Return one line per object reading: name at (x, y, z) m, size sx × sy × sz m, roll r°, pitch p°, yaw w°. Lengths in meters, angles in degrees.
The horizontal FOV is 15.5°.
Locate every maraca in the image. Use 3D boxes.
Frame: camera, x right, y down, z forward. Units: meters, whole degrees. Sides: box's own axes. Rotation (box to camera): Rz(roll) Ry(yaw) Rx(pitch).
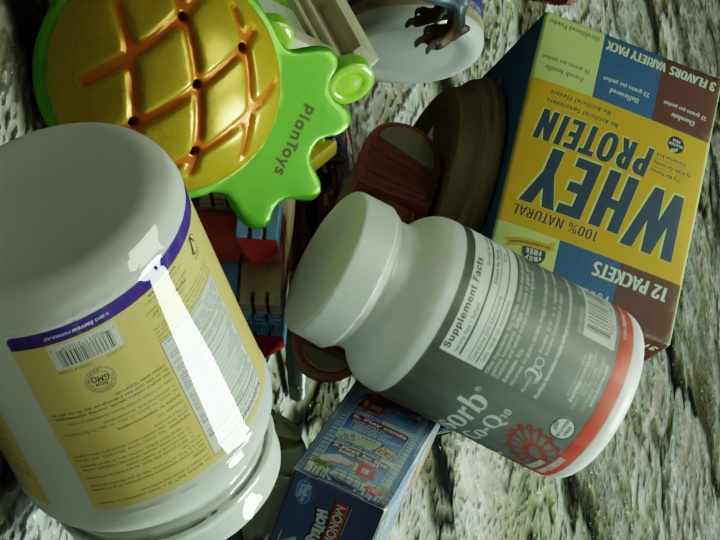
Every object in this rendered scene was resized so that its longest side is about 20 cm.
maraca at (-0.095, -0.103, 1.507) m, size 0.200 × 0.107 × 0.137 m, roll 25°, pitch 91°, yaw -29°

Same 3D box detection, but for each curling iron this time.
curling iron at (-0.040, -0.007, 1.779) m, size 0.026 × 0.050 × 0.200 m, roll -7°, pitch 111°, yaw -35°

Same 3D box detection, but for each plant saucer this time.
plant saucer at (0.044, -0.040, 1.782) m, size 0.200 × 0.029 × 0.200 m, roll -159°, pitch -90°, yaw -77°

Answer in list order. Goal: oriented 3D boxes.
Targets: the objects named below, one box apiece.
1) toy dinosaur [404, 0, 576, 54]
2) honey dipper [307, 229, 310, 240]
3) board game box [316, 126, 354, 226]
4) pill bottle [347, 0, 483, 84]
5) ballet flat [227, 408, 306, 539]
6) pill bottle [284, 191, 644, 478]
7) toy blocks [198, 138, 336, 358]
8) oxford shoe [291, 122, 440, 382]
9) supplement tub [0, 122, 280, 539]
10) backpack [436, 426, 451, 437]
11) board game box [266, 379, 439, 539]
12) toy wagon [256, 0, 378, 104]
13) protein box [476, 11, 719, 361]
toy dinosaur at (0.023, -0.243, 1.744) m, size 0.105 × 0.200 × 0.182 m, roll -78°, pitch 151°, yaw -62°
honey dipper at (-0.048, -0.049, 1.819) m, size 0.038 × 0.038 × 0.200 m, roll -75°, pitch 153°, yaw -51°
board game box at (-0.015, -0.041, 1.881) m, size 0.103 × 0.019 × 0.200 m, roll 71°, pitch 12°, yaw -64°
pill bottle at (0.034, -0.255, 2.028) m, size 0.116 × 0.116 × 0.200 m, roll 45°, pitch 40°, yaw -62°
ballet flat at (-0.068, 0.130, 1.622) m, size 0.200 × 0.073 × 0.073 m, roll -59°, pitch 138°, yaw -63°
pill bottle at (0.062, 0.037, 1.607) m, size 0.200 × 0.116 × 0.116 m, roll 27°, pitch 44°, yaw -17°
toy blocks at (-0.070, -0.028, 1.636) m, size 0.200 × 0.100 × 0.137 m, roll 88°, pitch 6°, yaw -73°
oxford shoe at (0.000, 0.000, 1.706) m, size 0.200 × 0.070 × 0.075 m, roll -66°, pitch -175°, yaw -35°
supplement tub at (-0.129, 0.041, 1.347) m, size 0.145 × 0.145 × 0.200 m, roll -78°, pitch 154°, yaw -46°
backpack at (0.102, 0.024, 1.977) m, size 0.183 × 0.200 × 0.147 m, roll -78°, pitch 153°, yaw -45°
board game box at (-0.012, 0.155, 1.621) m, size 0.200 × 0.062 × 0.200 m, roll -56°, pitch 169°, yaw -56°
toy wagon at (-0.074, -0.178, 1.613) m, size 0.200 × 0.040 × 0.155 m, roll 23°, pitch 28°, yaw -41°
protein box at (0.128, -0.031, 1.794) m, size 0.199 × 0.135 × 0.200 m, roll 136°, pitch -29°, yaw -63°
